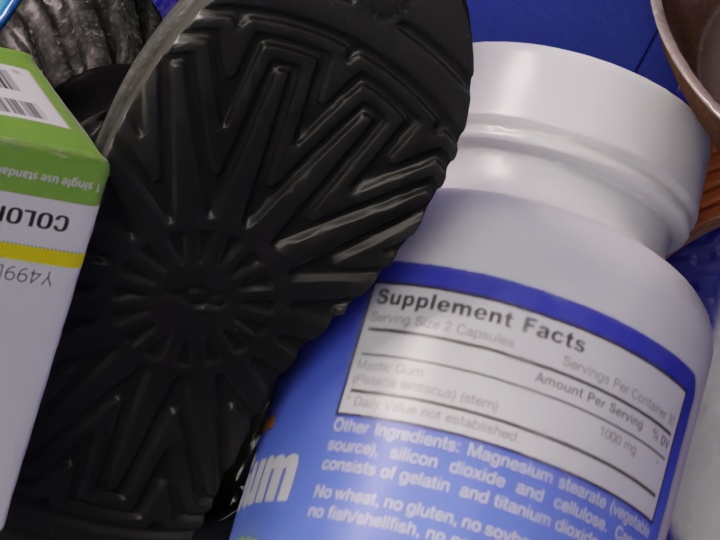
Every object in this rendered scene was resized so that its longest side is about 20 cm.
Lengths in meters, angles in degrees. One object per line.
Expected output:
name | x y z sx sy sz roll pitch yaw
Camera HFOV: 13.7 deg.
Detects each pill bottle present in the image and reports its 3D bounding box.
pill bottle | 0.029 0.047 0.787 0.111 0.112 0.201 10 71 17

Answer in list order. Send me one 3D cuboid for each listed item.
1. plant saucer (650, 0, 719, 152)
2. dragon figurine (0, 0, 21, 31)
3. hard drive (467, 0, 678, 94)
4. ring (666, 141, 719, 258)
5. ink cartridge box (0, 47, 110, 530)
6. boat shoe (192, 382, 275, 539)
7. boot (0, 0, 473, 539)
plant saucer | 0.171 -0.047 0.802 0.200 0.200 0.035 26 131 18
dragon figurine | -0.122 -0.080 0.770 0.199 0.059 0.100 -29 107 -7
hard drive | 0.038 -0.126 0.804 0.025 0.200 0.132 25 86 48
ring | 0.103 0.039 0.822 0.200 0.019 0.201 -20 55 31
ink cartridge box | -0.161 0.039 0.724 0.076 0.147 0.201 49 125 58
boat shoe | -0.002 -0.001 0.872 0.074 0.066 0.200 32 92 39
boot | -0.049 -0.039 0.797 0.211 0.079 0.158 -55 25 28
